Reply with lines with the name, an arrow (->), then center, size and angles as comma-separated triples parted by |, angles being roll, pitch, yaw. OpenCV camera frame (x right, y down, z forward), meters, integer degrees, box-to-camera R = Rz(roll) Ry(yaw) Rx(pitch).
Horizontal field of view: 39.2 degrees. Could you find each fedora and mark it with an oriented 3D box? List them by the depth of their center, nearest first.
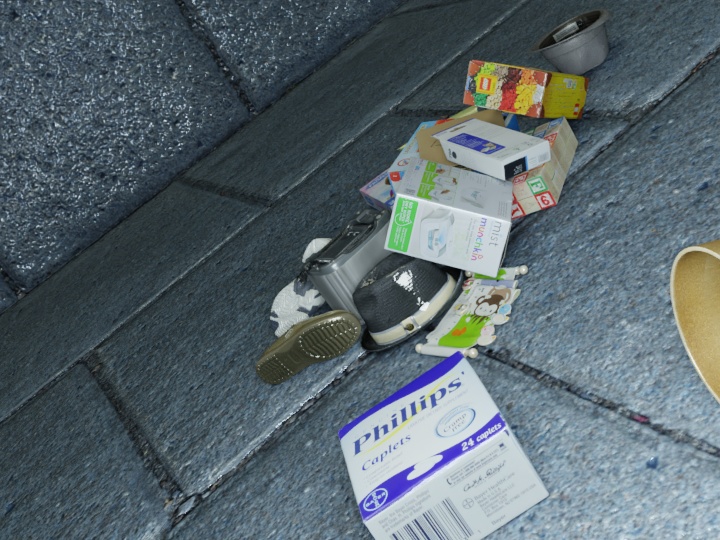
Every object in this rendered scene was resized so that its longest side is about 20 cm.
fedora -> 0.058, 0.031, 1.540 | 0.200, 0.092, 0.201 | -37, 16, 12
fedora -> 0.434, -0.446, 2.032 | 0.176, 0.091, 0.200 | -19, 20, 32

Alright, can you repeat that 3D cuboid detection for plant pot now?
plant pot -> 0.428, 0.028, 0.947 | 0.198, 0.188, 0.186 | -23, 20, -8

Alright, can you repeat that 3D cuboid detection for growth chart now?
growth chart -> 0.165, 0.058, 1.462 | 0.144, 0.018, 0.200 | -9, 34, 47

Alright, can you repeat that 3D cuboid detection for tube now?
tube -> 0.175, -0.292, 2.142 | 0.199, 0.058, 0.052 | -23, 37, 31

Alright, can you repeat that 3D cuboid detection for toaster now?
toaster -> 0.000, 0.000, 1.673 | 0.200, 0.130, 0.113 | -44, 22, -25

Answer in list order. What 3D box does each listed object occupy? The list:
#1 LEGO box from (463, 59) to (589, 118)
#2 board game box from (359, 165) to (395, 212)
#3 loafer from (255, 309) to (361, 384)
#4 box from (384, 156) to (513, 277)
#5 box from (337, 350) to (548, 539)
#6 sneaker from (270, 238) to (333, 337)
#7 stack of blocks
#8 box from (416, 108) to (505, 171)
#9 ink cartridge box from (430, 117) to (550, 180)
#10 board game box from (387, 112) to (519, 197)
LEGO box -> 0.296, -0.319, 1.791 | 0.148, 0.078, 0.199 | 17, 15, 31
board game box -> 0.114, -0.187, 2.024 | 0.199, 0.041, 0.199 | -37, 21, -8
loafer -> -0.086, 0.112, 1.637 | 0.199, 0.076, 0.068 | -27, 28, 20
box -> 0.140, -0.088, 1.549 | 0.174, 0.098, 0.200 | 14, 23, 3
box -> 0.084, 0.214, 1.130 | 0.183, 0.105, 0.200 | -33, 21, 2
sneaker -> -0.072, 0.036, 1.797 | 0.079, 0.129, 0.201 | 32, 105, 32
stack of blocks -> 0.288, -0.170, 1.706 | 0.114, 0.059, 0.201 | -19, 26, 35
box -> 0.181, -0.224, 1.794 | 0.162, 0.021, 0.201 | -15, 30, 9
ink cartridge box -> 0.212, -0.202, 1.669 | 0.099, 0.040, 0.200 | -25, 30, -22
board game box -> 0.175, -0.214, 1.864 | 0.194, 0.056, 0.200 | -3, 34, 29
